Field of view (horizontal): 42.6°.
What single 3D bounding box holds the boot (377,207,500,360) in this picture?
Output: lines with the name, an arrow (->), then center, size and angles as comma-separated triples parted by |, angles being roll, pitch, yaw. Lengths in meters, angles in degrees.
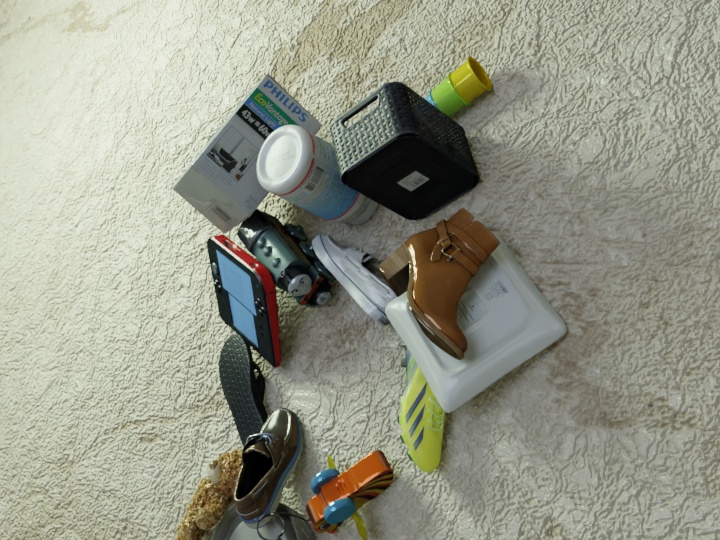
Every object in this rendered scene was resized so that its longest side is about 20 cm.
boot -> 0.128, 0.010, 1.241 | 0.154, 0.074, 0.201 | -34, 55, -2

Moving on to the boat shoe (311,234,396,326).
boat shoe -> 0.000, 0.000, 1.435 | 0.065, 0.073, 0.200 | -48, 60, 10

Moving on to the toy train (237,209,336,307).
toy train -> -0.121, -0.019, 1.507 | 0.085, 0.113, 0.200 | -51, 49, 14

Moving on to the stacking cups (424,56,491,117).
stacking cups -> 0.108, -0.251, 1.435 | 0.199, 0.060, 0.061 | -32, 56, 29

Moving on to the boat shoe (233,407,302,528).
boat shoe -> -0.141, 0.284, 1.403 | 0.071, 0.073, 0.202 | -7, 44, 21

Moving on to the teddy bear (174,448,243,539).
teddy bear -> -0.248, 0.371, 1.481 | 0.201, 0.066, 0.145 | -53, 4, 31

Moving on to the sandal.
sandal -> -0.187, 0.206, 1.535 | 0.075, 0.048, 0.203 | -25, 72, 30

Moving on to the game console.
game console -> -0.195, 0.047, 1.532 | 0.199, 0.031, 0.179 | 35, 134, 47

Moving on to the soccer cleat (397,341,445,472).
soccer cleat -> 0.099, 0.175, 1.283 | 0.083, 0.064, 0.203 | -14, 66, 34

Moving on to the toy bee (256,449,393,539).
toy bee -> -0.040, 0.332, 1.336 | 0.197, 0.109, 0.132 | -12, 56, 10

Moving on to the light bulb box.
light bulb box -> -0.192, -0.188, 1.532 | 0.201, 0.125, 0.198 | -53, 13, -17

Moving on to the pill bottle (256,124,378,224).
pill bottle -> -0.060, -0.142, 1.440 | 0.108, 0.199, 0.110 | -15, 64, 35

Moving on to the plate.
plate -> 0.149, 0.061, 1.264 | 0.199, 0.032, 0.201 | -34, 52, 3

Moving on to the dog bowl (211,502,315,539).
dog bowl -> -0.145, 0.446, 1.398 | 0.198, 0.058, 0.203 | -15, 66, 36

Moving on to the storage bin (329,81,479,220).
storage bin -> 0.065, -0.168, 1.343 | 0.134, 0.199, 0.095 | -31, 56, 28
